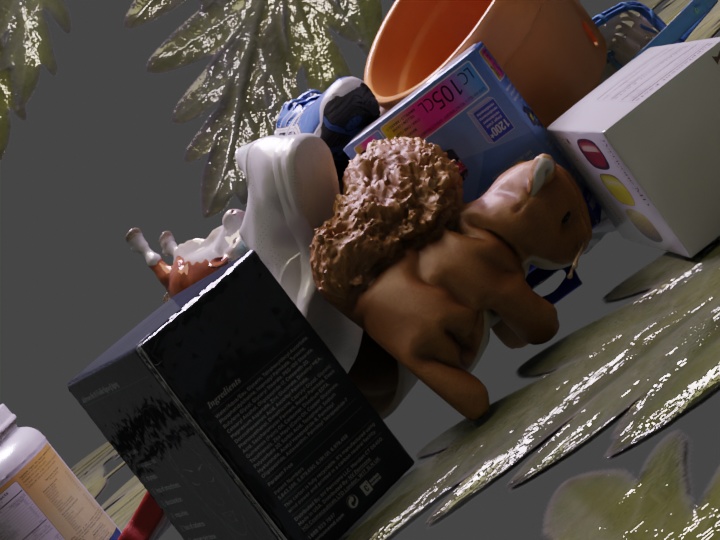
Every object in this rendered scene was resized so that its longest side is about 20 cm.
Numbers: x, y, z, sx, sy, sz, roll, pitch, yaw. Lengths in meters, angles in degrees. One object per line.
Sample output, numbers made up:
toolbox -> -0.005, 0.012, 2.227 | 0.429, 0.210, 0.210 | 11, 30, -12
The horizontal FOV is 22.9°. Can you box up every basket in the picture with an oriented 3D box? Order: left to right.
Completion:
basket -> 0.236, -0.163, 1.621 | 0.176, 0.139, 0.200 | -41, -2, -18

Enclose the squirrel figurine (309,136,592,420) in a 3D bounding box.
squirrel figurine -> 0.069, -0.021, 1.309 | 0.187, 0.200, 0.142 | -51, -1, 0

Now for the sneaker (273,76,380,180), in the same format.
sneaker -> -0.039, -0.118, 1.506 | 0.075, 0.077, 0.200 | -27, -11, -22

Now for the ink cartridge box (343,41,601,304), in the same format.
ink cartridge box -> 0.100, -0.061, 1.412 | 0.136, 0.201, 0.076 | -36, 6, 16

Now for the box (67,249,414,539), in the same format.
box -> -0.094, 0.114, 1.322 | 0.124, 0.197, 0.200 | -42, 8, -25

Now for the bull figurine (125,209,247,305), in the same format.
bull figurine -> -0.136, 0.026, 1.471 | 0.065, 0.121, 0.202 | -25, -43, -37

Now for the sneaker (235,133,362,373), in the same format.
sneaker -> -0.054, -0.005, 1.371 | 0.088, 0.202, 0.075 | 0, 11, 38

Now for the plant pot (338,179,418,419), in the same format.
plant pot -> 0.000, 0.000, 1.514 | 0.174, 0.200, 0.200 | -46, 9, -38

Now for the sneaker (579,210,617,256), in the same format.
sneaker -> 0.204, -0.077, 1.464 | 0.199, 0.082, 0.075 | -35, 7, 31

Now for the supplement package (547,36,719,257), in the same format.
supplement package -> 0.227, -0.092, 1.299 | 0.109, 0.114, 0.200 | -37, 6, -1

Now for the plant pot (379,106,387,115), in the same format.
plant pot -> 0.093, -0.093, 1.850 | 0.200, 0.200, 0.176 | -32, 26, 45

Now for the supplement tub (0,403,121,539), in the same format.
supplement tub -> -0.341, 0.248, 1.769 | 0.144, 0.201, 0.144 | -38, 6, 5

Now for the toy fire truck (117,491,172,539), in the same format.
toy fire truck -> -0.161, 0.182, 1.705 | 0.169, 0.112, 0.200 | -56, -3, 28

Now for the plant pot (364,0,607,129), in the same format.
plant pot -> 0.118, -0.190, 1.537 | 0.200, 0.140, 0.201 | -41, 27, 27
